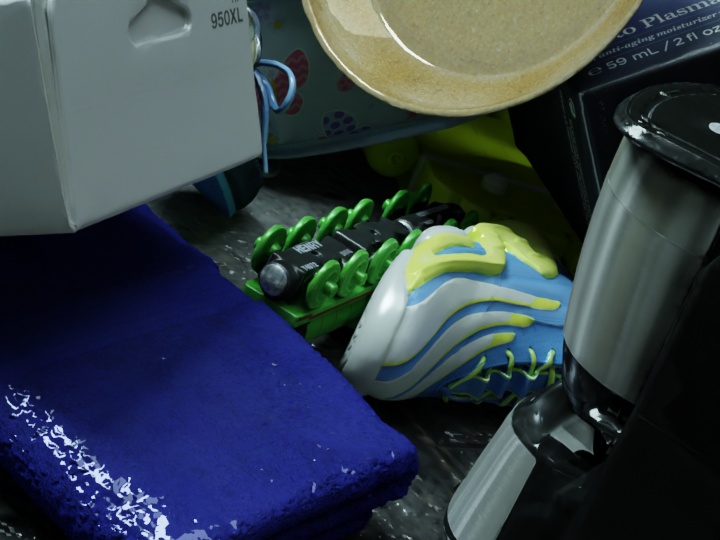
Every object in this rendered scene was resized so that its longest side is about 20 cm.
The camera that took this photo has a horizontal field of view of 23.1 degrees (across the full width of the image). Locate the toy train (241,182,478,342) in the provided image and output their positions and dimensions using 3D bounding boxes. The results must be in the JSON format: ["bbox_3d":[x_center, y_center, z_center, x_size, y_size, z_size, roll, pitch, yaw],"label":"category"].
[{"bbox_3d":[0.000,0.000,0.802,0.042,0.057,0.200,32,21,17],"label":"toy train"}]

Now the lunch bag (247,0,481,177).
[{"bbox_3d":[-0.048,-0.140,0.962,0.198,0.128,0.170,-12,34,-11],"label":"lunch bag"}]

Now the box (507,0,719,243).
[{"bbox_3d":[0.182,-0.105,0.893,0.198,0.124,0.199,-19,28,-3],"label":"box"}]

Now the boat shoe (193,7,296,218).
[{"bbox_3d":[-0.068,-0.094,0.797,0.084,0.201,0.069,40,74,22],"label":"boat shoe"}]

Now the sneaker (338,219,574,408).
[{"bbox_3d":[0.071,0.029,0.795,0.104,0.076,0.200,32,25,16],"label":"sneaker"}]

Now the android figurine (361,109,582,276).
[{"bbox_3d":[0.081,-0.051,1.005,0.180,0.041,0.201,16,24,-17],"label":"android figurine"}]

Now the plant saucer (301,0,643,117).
[{"bbox_3d":[0.062,-0.166,0.826,0.200,0.201,0.035,39,9,29],"label":"plant saucer"}]

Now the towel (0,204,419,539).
[{"bbox_3d":[-0.090,0.044,0.667,0.200,0.050,0.147,39,36,28],"label":"towel"}]

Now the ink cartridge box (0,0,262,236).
[{"bbox_3d":[-0.157,-0.065,0.666,0.198,0.085,0.144,-2,14,26],"label":"ink cartridge box"}]

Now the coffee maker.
[{"bbox_3d":[0.140,0.061,0.645,0.134,0.202,0.192,0,31,-37],"label":"coffee maker"}]
